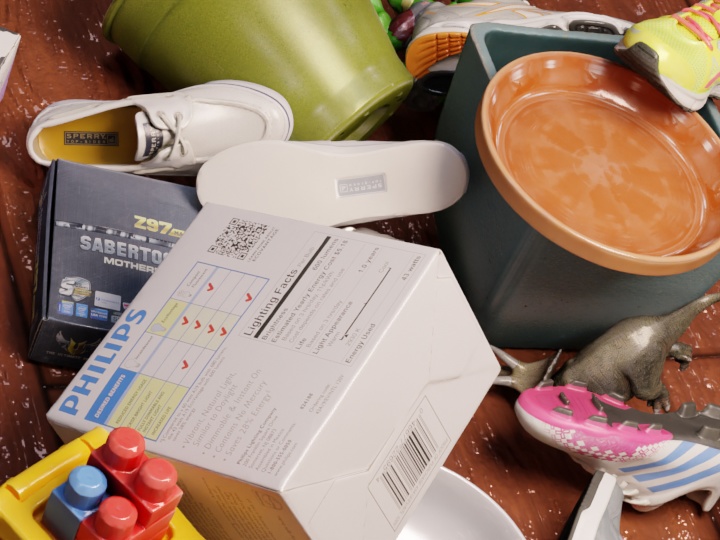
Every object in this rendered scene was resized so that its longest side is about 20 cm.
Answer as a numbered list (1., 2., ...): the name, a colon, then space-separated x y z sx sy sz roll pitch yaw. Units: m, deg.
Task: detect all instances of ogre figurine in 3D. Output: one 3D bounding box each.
1. ogre figurine: 0.055 -0.193 1.760 0.120 0.098 0.200 37 32 26

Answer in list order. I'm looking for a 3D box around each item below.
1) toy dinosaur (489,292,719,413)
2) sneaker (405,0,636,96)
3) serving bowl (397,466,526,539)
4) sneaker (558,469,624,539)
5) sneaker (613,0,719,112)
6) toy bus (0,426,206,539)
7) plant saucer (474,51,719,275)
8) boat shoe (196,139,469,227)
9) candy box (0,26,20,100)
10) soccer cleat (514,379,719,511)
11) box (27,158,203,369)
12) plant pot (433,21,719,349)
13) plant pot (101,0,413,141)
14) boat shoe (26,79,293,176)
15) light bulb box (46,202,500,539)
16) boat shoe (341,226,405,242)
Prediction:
1. toy dinosaur: 0.194 0.074 1.553 0.102 0.199 0.077 34 38 -54
2. sneaker: 0.136 -0.191 1.662 0.199 0.076 0.092 2 38 0
3. serving bowl: 0.021 0.218 1.379 0.199 0.066 0.201 14 45 -15
4. sneaker: 0.186 0.236 1.429 0.120 0.084 0.201 21 51 0
5. sneaker: 0.257 -0.174 1.527 0.078 0.090 0.200 44 28 20
6. toy bus: -0.141 0.191 1.235 0.200 0.192 0.136 45 44 15
7. plant saucer: 0.172 -0.073 1.460 0.199 0.032 0.201 14 44 -14
8. boat shoe: -0.019 -0.068 1.538 0.199 0.069 0.072 -9 91 3
9. candy box: -0.372 -0.140 1.515 0.199 0.072 0.168 24 43 -3
10. soccer cleat: 0.194 0.137 1.520 0.199 0.087 0.070 11 23 -26
11. box: -0.137 0.008 1.507 0.199 0.051 0.158 13 45 -17
12. plant pot: 0.157 -0.045 1.594 0.195 0.200 0.196 2 49 -25
13. plant pot: -0.065 -0.177 1.634 0.193 0.200 0.200 49 46 5
14. boat shoe: -0.150 -0.101 1.540 0.199 0.071 0.070 -1 14 2
15. light bulb box: -0.053 0.079 1.332 0.199 0.125 0.199 12 55 37
16. boat shoe: 0.000 0.000 1.527 0.200 0.072 0.066 9 44 -54
